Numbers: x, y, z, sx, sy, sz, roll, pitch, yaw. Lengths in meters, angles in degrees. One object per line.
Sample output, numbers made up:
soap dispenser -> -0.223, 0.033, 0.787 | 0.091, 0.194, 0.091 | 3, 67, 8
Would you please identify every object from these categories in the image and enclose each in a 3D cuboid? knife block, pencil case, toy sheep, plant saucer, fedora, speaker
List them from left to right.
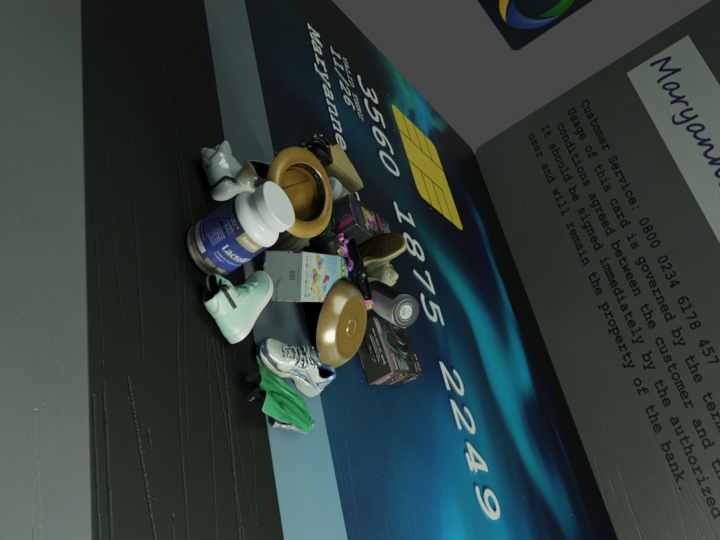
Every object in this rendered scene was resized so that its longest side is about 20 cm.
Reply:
toy sheep -> -0.174, -0.105, 1.643 | 0.199, 0.136, 0.140 | 32, 37, -51
fedora -> -0.142, -0.157, 1.531 | 0.199, 0.081, 0.206 | 14, 72, -50
knife block -> -0.086, -0.296, 2.109 | 0.202, 0.063, 0.176 | 59, 24, -8
plant saucer -> -0.033, 0.125, 1.651 | 0.199, 0.035, 0.205 | -31, 126, -56
pencil case -> -0.034, 0.016, 1.846 | 0.088, 0.087, 0.203 | 6, 58, -62
speaker -> 0.064, 0.079, 1.859 | 0.081, 0.082, 0.199 | 46, -10, -29

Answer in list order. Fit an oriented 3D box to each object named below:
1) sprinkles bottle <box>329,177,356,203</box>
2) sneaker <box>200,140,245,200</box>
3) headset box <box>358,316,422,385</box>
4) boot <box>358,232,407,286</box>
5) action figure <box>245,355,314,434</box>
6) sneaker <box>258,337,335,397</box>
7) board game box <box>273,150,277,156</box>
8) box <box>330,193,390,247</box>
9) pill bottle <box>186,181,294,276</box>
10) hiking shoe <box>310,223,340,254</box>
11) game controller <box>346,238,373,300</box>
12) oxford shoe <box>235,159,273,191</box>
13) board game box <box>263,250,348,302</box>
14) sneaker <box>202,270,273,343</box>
sprinkles bottle -> -0.037, -0.184, 2.081 | 0.199, 0.067, 0.069 | 38, 32, -43
sneaker -> -0.276, -0.222, 1.620 | 0.199, 0.074, 0.117 | -20, 84, -63
headset box -> 0.063, 0.205, 1.849 | 0.199, 0.076, 0.152 | 19, 48, -60
boot -> 0.064, -0.020, 1.946 | 0.154, 0.197, 0.073 | 35, 40, -47
action figure -> -0.144, 0.259, 1.391 | 0.200, 0.054, 0.120 | 48, 24, -43
sneaker -> -0.124, 0.179, 1.482 | 0.199, 0.084, 0.078 | 38, 32, -41
board game box -> -0.185, -0.186, 1.761 | 0.201, 0.038, 0.160 | 85, -21, -64
box -> -0.010, -0.097, 1.971 | 0.199, 0.121, 0.108 | 32, 37, -48
pill bottle -> -0.228, -0.080, 1.408 | 0.116, 0.198, 0.117 | 44, 29, -32
hiking shoe -> -0.108, -0.106, 1.803 | 0.102, 0.075, 0.201 | 60, 2, -29
game controller -> 0.000, 0.000, 1.712 | 0.200, 0.041, 0.107 | 78, 3, -72
oxford shoe -> -0.182, -0.207, 1.594 | 0.198, 0.058, 0.076 | -6, 52, -48
board game box -> -0.118, 0.015, 1.612 | 0.199, 0.101, 0.108 | 6, 86, -62
sneaker -> -0.237, 0.032, 1.417 | 0.119, 0.073, 0.202 | 57, 25, -24
